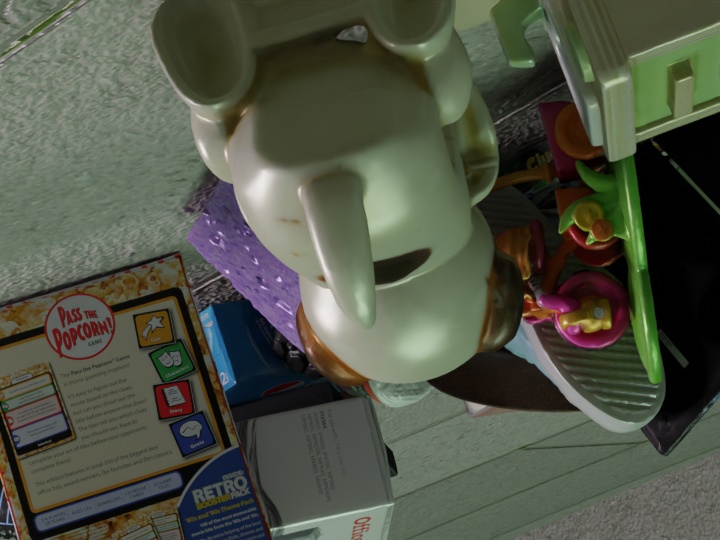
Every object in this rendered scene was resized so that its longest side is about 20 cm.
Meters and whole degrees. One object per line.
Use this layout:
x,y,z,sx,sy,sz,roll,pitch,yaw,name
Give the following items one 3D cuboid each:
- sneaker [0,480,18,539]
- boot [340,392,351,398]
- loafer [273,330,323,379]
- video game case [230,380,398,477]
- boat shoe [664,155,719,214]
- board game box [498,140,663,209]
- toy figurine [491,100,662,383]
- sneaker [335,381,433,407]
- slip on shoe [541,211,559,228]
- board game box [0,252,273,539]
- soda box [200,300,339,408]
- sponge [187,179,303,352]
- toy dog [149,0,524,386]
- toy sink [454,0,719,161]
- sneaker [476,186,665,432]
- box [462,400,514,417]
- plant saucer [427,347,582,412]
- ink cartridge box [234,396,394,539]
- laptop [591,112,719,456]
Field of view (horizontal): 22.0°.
-0.288,0.203,1.571,0.200,0.078,0.070,-21,165,3,sneaker
-0.074,0.109,1.447,0.188,0.069,0.200,1,176,-8,boot
0.000,0.000,1.272,0.201,0.068,0.070,-52,-176,48,loafer
-0.090,0.146,1.351,0.200,0.026,0.181,-18,155,9,video game case
0.199,-0.036,1.281,0.066,0.075,0.199,8,-131,49,boat shoe
0.177,-0.091,1.227,0.105,0.023,0.200,-2,157,-44,board game box
0.073,-0.020,1.088,0.184,0.200,0.150,-9,171,7,toy figurine
0.051,0.029,1.369,0.200,0.077,0.082,-34,-163,-36,sneaker
0.114,-0.012,1.316,0.074,0.061,0.200,10,-175,35,slip on shoe
-0.156,0.106,1.171,0.151,0.200,0.046,-16,165,-9,board game box
-0.039,0.056,1.395,0.200,0.064,0.068,-7,160,-39,soda box
-0.030,-0.025,1.042,0.030,0.112,0.200,-44,177,-28,sponge
0.013,-0.030,0.857,0.140,0.194,0.200,-23,141,0,toy dog
0.140,-0.131,0.879,0.200,0.112,0.130,-20,164,4,toy sink
0.118,0.030,1.159,0.074,0.200,0.082,-25,151,-18,sneaker
0.178,0.042,1.522,0.200,0.109,0.128,-3,158,-44,box
0.141,0.050,1.254,0.200,0.035,0.200,-2,-165,1,plant saucer
-0.083,0.163,1.262,0.200,0.085,0.146,-13,157,-9,ink cartridge box
0.233,-0.004,1.166,0.103,0.177,0.200,20,115,-42,laptop
